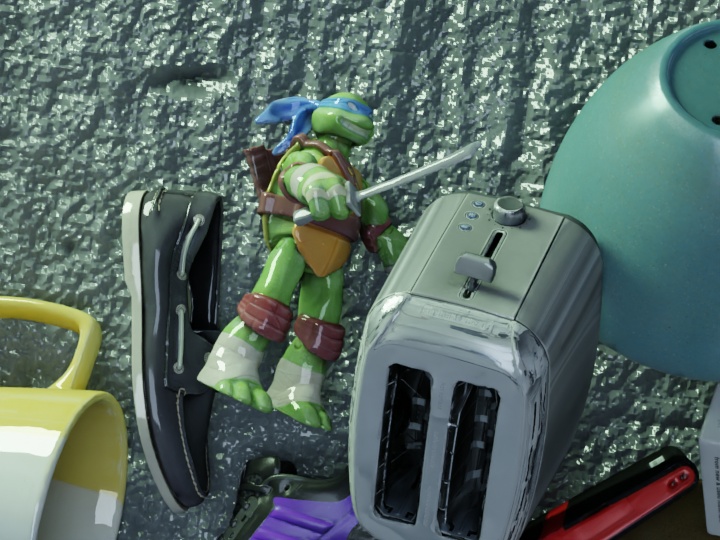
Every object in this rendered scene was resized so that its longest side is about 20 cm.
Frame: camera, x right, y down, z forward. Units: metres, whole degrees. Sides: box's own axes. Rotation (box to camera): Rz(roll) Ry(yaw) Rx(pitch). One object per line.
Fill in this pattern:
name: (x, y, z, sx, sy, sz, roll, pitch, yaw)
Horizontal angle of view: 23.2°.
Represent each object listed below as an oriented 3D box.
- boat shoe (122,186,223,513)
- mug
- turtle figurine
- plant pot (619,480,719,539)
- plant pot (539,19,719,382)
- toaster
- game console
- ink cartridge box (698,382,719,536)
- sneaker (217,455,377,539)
boat shoe: (-0.104, 0.047, 1.077, 0.062, 0.073, 0.201, -7, 88, 7)
mug: (-0.233, 0.125, 1.075, 0.152, 0.187, 0.150, 9, 126, 12)
turtle figurine: (0.000, 0.000, 1.029, 0.199, 0.144, 0.195, 22, 90, 6)
plant pot: (0.223, 0.229, 0.999, 0.185, 0.200, 0.188, 0, 93, 3)
plant pot: (0.202, -0.059, 0.970, 0.199, 0.135, 0.201, 0, 52, 0)
toaster: (0.058, 0.066, 0.940, 0.113, 0.129, 0.201, 16, 122, 15)
game console: (0.114, 0.156, 1.002, 0.176, 0.200, 0.031, -30, 84, 5)
ink cartridge box: (0.305, 0.086, 0.978, 0.199, 0.145, 0.084, 7, 134, 24)
sneaker: (-0.058, 0.169, 1.086, 0.199, 0.070, 0.100, -29, 84, 1)
